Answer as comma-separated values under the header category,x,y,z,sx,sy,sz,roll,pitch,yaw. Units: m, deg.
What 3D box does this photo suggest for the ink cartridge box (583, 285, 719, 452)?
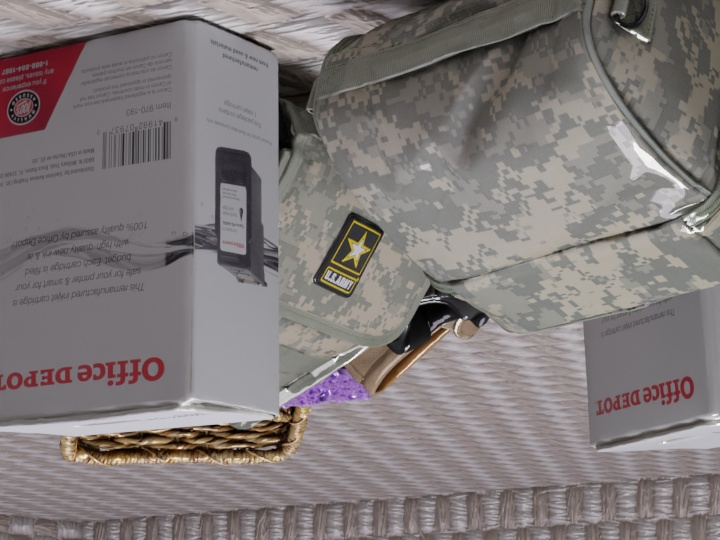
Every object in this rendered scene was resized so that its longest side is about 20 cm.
category,x,y,z,sx,sy,sz,roll,pitch,yaw
ink cartridge box,0.190,-0.003,1.300,0.087,0.201,0.145,3,168,-22

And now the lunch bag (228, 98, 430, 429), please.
category,x,y,z,sx,sy,sz,roll,pitch,yaw
lunch bag,-0.057,-0.009,1.321,0.200,0.118,0.164,-33,148,24

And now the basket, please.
category,x,y,z,sx,sy,sz,roll,pitch,yaw
basket,-0.136,0.076,1.838,0.199,0.149,0.143,3,169,-12

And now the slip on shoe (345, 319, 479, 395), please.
category,x,y,z,sx,sy,sz,roll,pitch,yaw
slip on shoe,0.068,0.019,1.621,0.200,0.061,0.076,-30,169,17

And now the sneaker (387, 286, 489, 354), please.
category,x,y,z,sx,sy,sz,roll,pitch,yaw
sneaker,0.000,0.000,1.538,0.199,0.112,0.077,-3,168,14

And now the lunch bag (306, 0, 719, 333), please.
category,x,y,z,sx,sy,sz,roll,pitch,yaw
lunch bag,0.094,-0.072,1.103,0.200,0.140,0.168,-14,146,42

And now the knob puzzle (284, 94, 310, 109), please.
category,x,y,z,sx,sy,sz,roll,pitch,yaw
knob puzzle,-0.004,-0.070,1.390,0.219,0.031,0.220,0,169,0

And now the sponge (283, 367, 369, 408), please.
category,x,y,z,sx,sy,sz,roll,pitch,yaw
sponge,-0.101,0.076,1.670,0.200,0.030,0.111,-4,-164,-31

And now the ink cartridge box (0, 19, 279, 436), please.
category,x,y,z,sx,sy,sz,roll,pitch,yaw
ink cartridge box,-0.122,-0.016,1.212,0.145,0.201,0.083,-7,167,31
